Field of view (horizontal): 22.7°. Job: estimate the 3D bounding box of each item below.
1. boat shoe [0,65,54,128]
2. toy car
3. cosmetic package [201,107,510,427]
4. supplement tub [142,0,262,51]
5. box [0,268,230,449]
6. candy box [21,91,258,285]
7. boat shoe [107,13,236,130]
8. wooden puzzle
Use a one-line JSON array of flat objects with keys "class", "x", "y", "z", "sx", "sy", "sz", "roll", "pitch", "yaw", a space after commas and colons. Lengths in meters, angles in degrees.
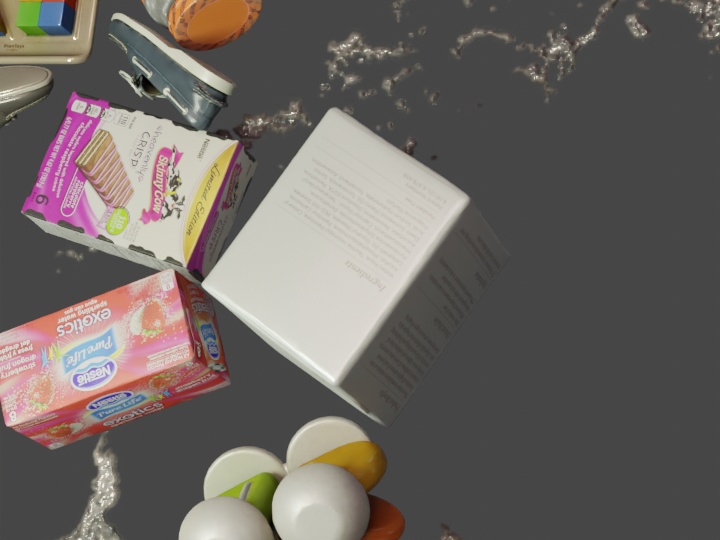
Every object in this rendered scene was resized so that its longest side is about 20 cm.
[{"class": "boat shoe", "x": -0.404, "y": -0.165, "z": 1.861, "sx": 0.198, "sy": 0.057, "sz": 0.067, "roll": -11, "pitch": 34, "yaw": 11}, {"class": "toy car", "x": -0.056, "y": 0.231, "z": 1.566, "sx": 0.198, "sy": 0.175, "sz": 0.151, "roll": -20, "pitch": 104, "yaw": 11}, {"class": "cosmetic package", "x": 0.000, "y": 0.000, "z": 1.601, "sx": 0.166, "sy": 0.167, "sz": 0.201, "roll": 34, "pitch": 85, "yaw": 24}, {"class": "supplement tub", "x": -0.179, "y": -0.327, "z": 1.794, "sx": 0.122, "sy": 0.123, "sz": 0.201, "roll": -31, "pitch": 65, "yaw": 6}, {"class": "box", "x": -0.235, "y": 0.085, "z": 1.689, "sx": 0.198, "sy": 0.100, "sz": 0.096, "roll": -20, "pitch": 67, "yaw": 11}, {"class": "candy box", "x": -0.217, "y": -0.082, "z": 1.759, "sx": 0.198, "sy": 0.061, "sz": 0.138, "roll": 17, "pitch": 78, "yaw": 22}, {"class": "boat shoe", "x": -0.197, "y": -0.196, "z": 1.774, "sx": 0.199, "sy": 0.075, "sz": 0.062, "roll": 34, "pitch": 96, "yaw": 38}, {"class": "wooden puzzle", "x": -0.360, "y": -0.314, "z": 1.892, "sx": 0.183, "sy": 0.046, "sz": 0.202, "roll": 2, "pitch": 73, "yaw": 19}]
